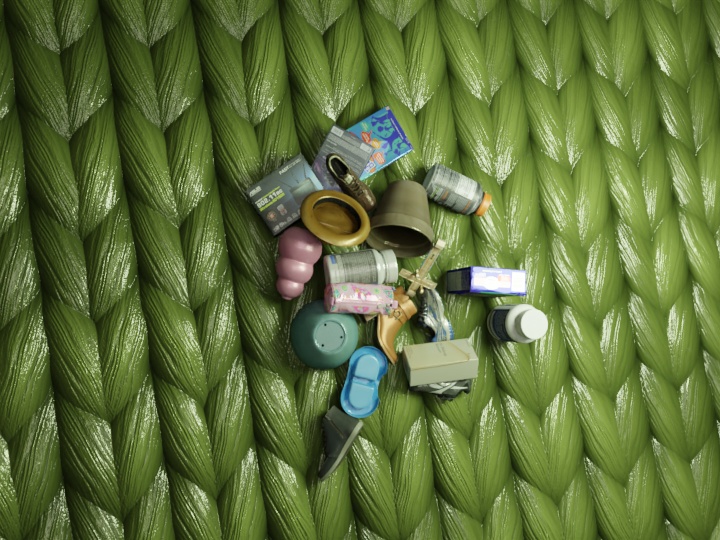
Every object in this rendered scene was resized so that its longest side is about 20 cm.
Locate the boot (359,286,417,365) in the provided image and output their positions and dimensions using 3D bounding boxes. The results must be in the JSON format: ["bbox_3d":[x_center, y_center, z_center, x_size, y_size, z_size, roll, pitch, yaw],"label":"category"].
[{"bbox_3d":[0.101,0.158,1.574,0.154,0.074,0.202,-27,94,-16],"label":"boot"}]

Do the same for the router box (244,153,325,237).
[{"bbox_3d":[-0.205,-0.212,1.532,0.199,0.062,0.151,-35,92,-2],"label":"router box"}]

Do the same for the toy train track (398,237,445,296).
[{"bbox_3d":[0.181,0.000,1.515,0.114,0.033,0.201,22,120,-9],"label":"toy train track"}]

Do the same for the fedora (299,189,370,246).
[{"bbox_3d":[-0.075,-0.127,1.474,0.198,0.082,0.202,10,54,-14],"label":"fedora"}]

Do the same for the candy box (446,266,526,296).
[{"bbox_3d":[0.359,0.035,1.566,0.167,0.200,0.078,5,86,-9],"label":"candy box"}]

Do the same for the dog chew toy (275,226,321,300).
[{"bbox_3d":[-0.182,-0.018,1.512,0.123,0.125,0.202,15,92,-9],"label":"dog chew toy"}]

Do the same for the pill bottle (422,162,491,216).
[{"bbox_3d":[0.290,-0.234,1.621,0.198,0.106,0.107,24,82,-8],"label":"pill bottle"}]

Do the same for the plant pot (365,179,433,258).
[{"bbox_3d":[0.121,-0.157,1.553,0.198,0.200,0.175,15,68,-9],"label":"plant pot"}]

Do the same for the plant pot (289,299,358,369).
[{"bbox_3d":[-0.093,0.179,1.502,0.197,0.135,0.203,1,85,-11],"label":"plant pot"}]

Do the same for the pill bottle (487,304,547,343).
[{"bbox_3d":[0.459,0.155,1.576,0.110,0.200,0.113,1,86,-10],"label":"pill bottle"}]

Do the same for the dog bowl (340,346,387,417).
[{"bbox_3d":[0.008,0.316,1.549,0.110,0.050,0.202,15,87,-7],"label":"dog bowl"}]

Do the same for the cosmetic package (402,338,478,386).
[{"bbox_3d":[0.227,0.264,1.557,0.197,0.104,0.074,-7,120,-7],"label":"cosmetic package"}]

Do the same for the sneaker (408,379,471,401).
[{"bbox_3d":[0.240,0.347,1.588,0.198,0.066,0.092,-10,95,-9],"label":"sneaker"}]

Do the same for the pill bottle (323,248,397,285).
[{"bbox_3d":[0.000,0.000,1.543,0.197,0.114,0.115,-8,87,-11],"label":"pill bottle"}]

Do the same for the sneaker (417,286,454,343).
[{"bbox_3d":[0.205,0.127,1.595,0.084,0.077,0.202,-22,90,-7],"label":"sneaker"}]

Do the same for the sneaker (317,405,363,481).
[{"bbox_3d":[-0.084,0.485,1.521,0.106,0.075,0.201,32,93,15],"label":"sneaker"}]

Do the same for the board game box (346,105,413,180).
[{"bbox_3d":[0.036,-0.375,1.613,0.199,0.045,0.153,-33,93,-10],"label":"board game box"}]

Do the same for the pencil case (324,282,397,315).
[{"bbox_3d":[-0.001,0.079,1.476,0.198,0.087,0.089,5,85,-22],"label":"pencil case"}]

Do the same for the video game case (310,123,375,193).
[{"bbox_3d":[-0.065,-0.301,1.567,0.142,0.019,0.201,29,98,0],"label":"video game case"}]

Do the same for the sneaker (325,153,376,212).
[{"bbox_3d":[-0.032,-0.244,1.525,0.070,0.076,0.200,-41,92,6],"label":"sneaker"}]
